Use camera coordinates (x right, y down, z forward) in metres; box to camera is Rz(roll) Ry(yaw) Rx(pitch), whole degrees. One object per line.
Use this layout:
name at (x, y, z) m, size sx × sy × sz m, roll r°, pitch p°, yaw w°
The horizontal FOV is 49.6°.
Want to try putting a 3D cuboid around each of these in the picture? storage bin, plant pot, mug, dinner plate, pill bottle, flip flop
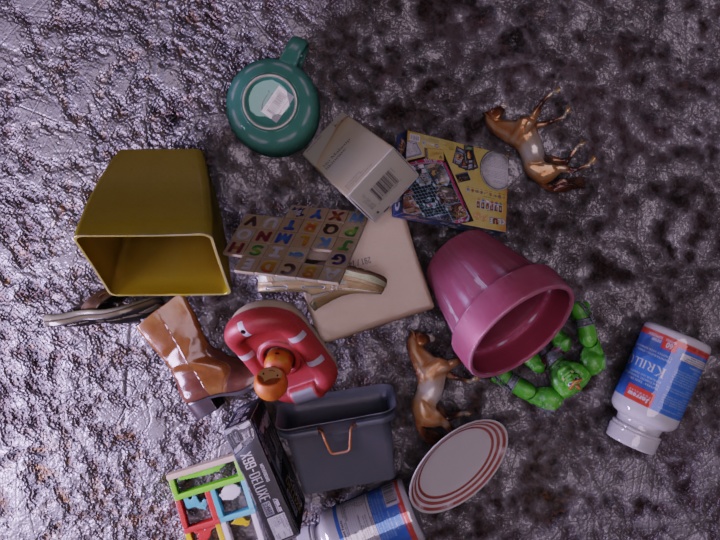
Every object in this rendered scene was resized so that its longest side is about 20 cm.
storage bin at (-0.029, 0.287, 1.293) m, size 0.199 × 0.146 × 0.135 m, roll -11°, pitch 104°, yaw 0°
plant pot at (0.205, 0.039, 1.238) m, size 0.200 × 0.200 × 0.179 m, roll -39°, pitch 55°, yaw 2°
mug at (-0.144, -0.280, 1.261) m, size 0.151 × 0.114 × 0.186 m, roll -11°, pitch 94°, yaw 0°
plant pot at (-0.311, -0.081, 1.229) m, size 0.199 × 0.200 × 0.177 m, roll -1°, pitch 62°, yaw 0°
dinner plate at (0.161, 0.322, 1.296) m, size 0.200 × 0.024 × 0.201 m, roll -20°, pitch 130°, yaw -25°
pill bottle at (0.487, 0.196, 1.290) m, size 0.112 × 0.112 × 0.201 m, roll 22°, pitch 92°, yaw -2°
pill bottle at (-0.001, 0.438, 1.307) m, size 0.199 × 0.112 × 0.113 m, roll -23°, pitch 93°, yaw 2°
flip flop at (-0.432, 0.059, 1.305) m, size 0.199 × 0.081 × 0.058 m, roll -7°, pitch 79°, yaw 5°

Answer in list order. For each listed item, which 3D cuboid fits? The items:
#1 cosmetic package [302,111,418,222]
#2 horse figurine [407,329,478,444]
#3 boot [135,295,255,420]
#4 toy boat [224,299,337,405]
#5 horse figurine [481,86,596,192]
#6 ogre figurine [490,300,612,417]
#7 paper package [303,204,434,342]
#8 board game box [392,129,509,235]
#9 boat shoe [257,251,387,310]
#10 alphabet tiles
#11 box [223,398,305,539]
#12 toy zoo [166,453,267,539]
cosmetic package at (-0.004, -0.166, 1.225) m, size 0.104 × 0.200 × 0.073 m, roll -47°, pitch 126°, yaw 2°
horse figurine at (0.134, 0.208, 1.319) m, size 0.132 × 0.050 × 0.201 m, roll 9°, pitch 89°, yaw -10°
boot at (-0.252, 0.123, 1.315) m, size 0.188 × 0.068 × 0.200 m, roll -30°, pitch 93°, yaw 12°
toy boat at (-0.129, 0.145, 1.199) m, size 0.130 × 0.131 × 0.200 m, roll -22°, pitch 118°, yaw 24°
horse figurine at (0.305, -0.207, 1.300) m, size 0.132 × 0.050 × 0.200 m, roll -27°, pitch 100°, yaw 13°
ogre figurine at (0.331, 0.154, 1.307) m, size 0.200 × 0.098 × 0.120 m, roll -37°, pitch 75°, yaw -13°
paper package at (0.000, 0.000, 1.286) m, size 0.199 × 0.103 × 0.191 m, roll -18°, pitch 93°, yaw 0°
board game box at (0.148, -0.138, 1.260) m, size 0.199 × 0.035 × 0.136 m, roll 9°, pitch 80°, yaw -26°
boat shoe at (-0.061, 0.025, 1.199) m, size 0.199 × 0.072 × 0.076 m, roll 9°, pitch 81°, yaw 10°
alphabet tiles at (-0.102, -0.046, 1.196) m, size 0.199 × 0.167 × 0.008 m, roll 7°, pitch 134°, yaw 15°
box at (-0.153, 0.324, 1.276) m, size 0.050 × 0.158 × 0.201 m, roll -22°, pitch 93°, yaw 1°
toy zoo at (-0.243, 0.428, 1.349) m, size 0.131 × 0.020 × 0.201 m, roll -16°, pitch 93°, yaw 0°
